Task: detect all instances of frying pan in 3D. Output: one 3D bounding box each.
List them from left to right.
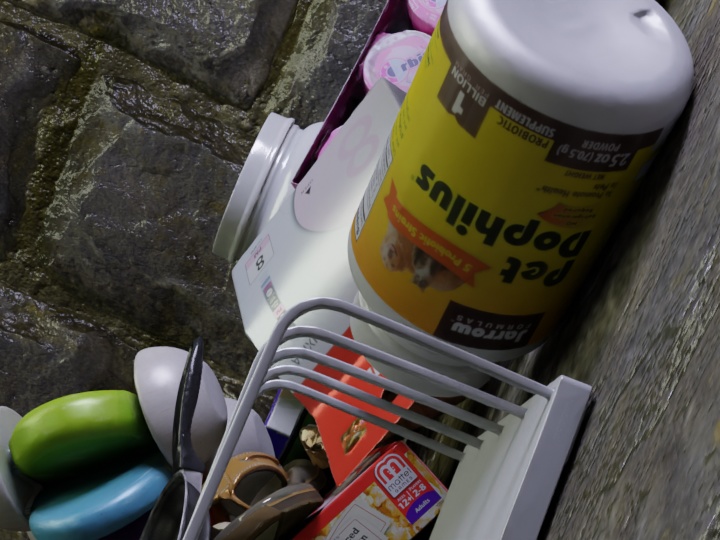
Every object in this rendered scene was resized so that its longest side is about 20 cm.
[{"bbox_3d":[-0.103,0.137,0.871,0.190,0.031,0.115,-88,22,-53],"label":"frying pan"}]

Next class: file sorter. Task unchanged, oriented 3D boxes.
[{"bbox_3d":[-0.005,0.106,0.691,0.200,0.124,0.139,119,174,-74],"label":"file sorter"}]

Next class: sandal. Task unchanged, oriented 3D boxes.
[{"bbox_3d":[-0.062,0.130,0.925,0.080,0.054,0.200,-42,-1,4],"label":"sandal"}]

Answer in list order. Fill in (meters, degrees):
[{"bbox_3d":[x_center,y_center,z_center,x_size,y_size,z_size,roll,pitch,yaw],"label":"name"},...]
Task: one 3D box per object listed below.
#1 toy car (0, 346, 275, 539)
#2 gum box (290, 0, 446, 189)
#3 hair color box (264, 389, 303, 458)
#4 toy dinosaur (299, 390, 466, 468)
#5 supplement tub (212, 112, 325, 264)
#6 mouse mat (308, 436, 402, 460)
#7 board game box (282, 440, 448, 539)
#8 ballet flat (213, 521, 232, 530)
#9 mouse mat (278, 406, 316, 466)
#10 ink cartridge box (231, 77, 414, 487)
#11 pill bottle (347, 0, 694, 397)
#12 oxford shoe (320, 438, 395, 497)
[{"bbox_3d":[-0.150,0.154,1.069,0.200,0.175,0.150,55,-163,-58],"label":"toy car"},{"bbox_3d":[0.043,-0.107,1.114,0.200,0.066,0.114,-62,-30,-16],"label":"gum box"},{"bbox_3d":[-0.001,0.077,1.390,0.065,0.109,0.200,115,177,-61],"label":"hair color box"},{"bbox_3d":[0.049,0.059,0.933,0.200,0.060,0.106,-38,20,37],"label":"toy dinosaur"},{"bbox_3d":[-0.003,-0.030,1.299,0.144,0.200,0.145,-157,90,-89],"label":"supplement tub"},{"bbox_3d":[-0.034,0.170,1.222,0.200,0.008,0.161,-47,-19,-11],"label":"mouse mat"},{"bbox_3d":[-0.042,0.182,0.934,0.200,0.046,0.152,-42,-3,-10],"label":"board game box"},{"bbox_3d":[-0.126,0.186,0.942,0.066,0.057,0.200,-48,-9,31],"label":"ballet flat"},{"bbox_3d":[-0.022,0.130,1.218,0.161,0.008,0.200,-24,-34,-54],"label":"mouse mat"},{"bbox_3d":[0.000,0.000,0.939,0.163,0.057,0.200,-51,24,17],"label":"ink cartridge box"},{"bbox_3d":[0.061,-0.035,0.737,0.109,0.109,0.200,-68,1,-48],"label":"pill bottle"},{"bbox_3d":[-0.040,0.202,1.175,0.071,0.071,0.200,-3,-57,-47],"label":"oxford shoe"}]
